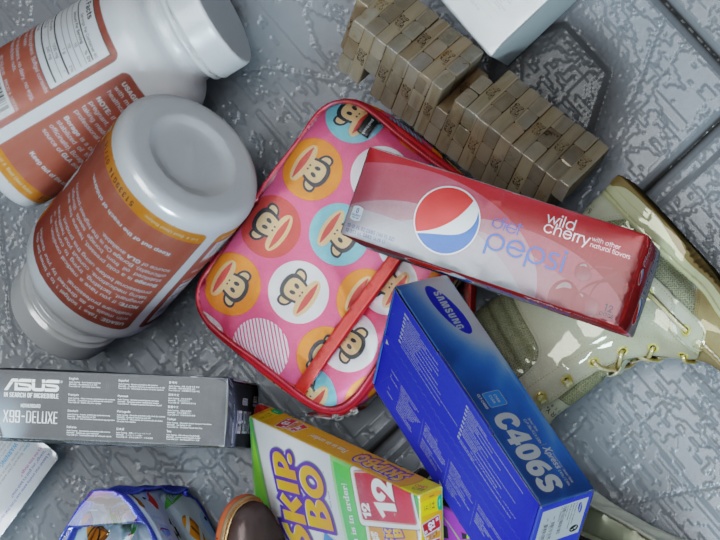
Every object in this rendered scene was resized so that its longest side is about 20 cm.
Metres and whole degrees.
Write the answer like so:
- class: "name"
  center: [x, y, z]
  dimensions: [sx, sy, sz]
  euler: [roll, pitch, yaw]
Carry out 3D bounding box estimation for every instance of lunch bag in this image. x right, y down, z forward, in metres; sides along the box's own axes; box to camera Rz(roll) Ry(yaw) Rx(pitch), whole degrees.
- class: "lunch bag"
  center: [0.000, 0.000, 1.655]
  dimensions: [0.176, 0.082, 0.201]
  euler: [37, 96, 13]
- class: "lunch bag"
  center: [-0.151, 0.249, 1.631]
  dimensions: [0.123, 0.170, 0.202]
  euler: [-3, 85, 13]

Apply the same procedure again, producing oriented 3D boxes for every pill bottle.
- class: "pill bottle"
  center: [-0.166, -0.024, 1.660]
  dimensions: [0.200, 0.112, 0.113]
  euler: [-45, 70, 40]
- class: "pill bottle"
  center: [-0.184, -0.139, 1.702]
  dimensions: [0.199, 0.112, 0.113]
  euler: [-28, 77, 14]

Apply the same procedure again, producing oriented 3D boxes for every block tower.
- class: "block tower"
  center: [0.072, -0.116, 1.630]
  dimensions: [0.200, 0.058, 0.054]
  euler: [38, 55, 12]

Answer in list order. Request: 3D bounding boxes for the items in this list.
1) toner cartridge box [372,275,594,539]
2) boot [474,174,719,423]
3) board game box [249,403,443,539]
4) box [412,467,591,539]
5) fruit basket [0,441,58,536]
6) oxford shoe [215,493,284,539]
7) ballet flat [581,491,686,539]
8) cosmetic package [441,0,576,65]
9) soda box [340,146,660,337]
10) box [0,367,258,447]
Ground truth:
- class: "toner cartridge box"
  center: [0.076, 0.106, 1.528]
  dimensions: [0.201, 0.043, 0.095]
  euler: [57, 147, 37]
- class: "boot"
  center: [0.184, 0.056, 1.588]
  dimensions: [0.155, 0.072, 0.200]
  euler: [-42, 69, 10]
- class: "board game box"
  center: [-0.016, 0.162, 1.607]
  dimensions: [0.199, 0.030, 0.096]
  euler: [22, 121, 49]
- class: "box"
  center: [0.109, 0.231, 1.580]
  dimensions: [0.199, 0.036, 0.144]
  euler: [21, 123, 19]
- class: "fruit basket"
  center: [-0.350, 0.146, 1.763]
  dimensions: [0.199, 0.094, 0.186]
  euler: [37, 97, 2]
- class: "oxford shoe"
  center: [-0.045, 0.248, 1.620]
  dimensions: [0.072, 0.071, 0.202]
  euler: [-3, 108, 42]
- class: "ballet flat"
  center: [0.144, 0.178, 1.593]
  dimensions: [0.199, 0.069, 0.070]
  euler: [21, 91, 19]
- class: "cosmetic package"
  center: [0.090, -0.269, 1.662]
  dimensions: [0.151, 0.052, 0.200]
  euler: [-43, 74, 13]
- class: "soda box"
  center: [0.093, -0.019, 1.551]
  dimensions: [0.198, 0.070, 0.064]
  euler: [18, 86, 16]
- class: "box"
  center: [-0.179, 0.096, 1.639]
  dimensions: [0.198, 0.158, 0.050]
  euler: [2, 85, 6]
